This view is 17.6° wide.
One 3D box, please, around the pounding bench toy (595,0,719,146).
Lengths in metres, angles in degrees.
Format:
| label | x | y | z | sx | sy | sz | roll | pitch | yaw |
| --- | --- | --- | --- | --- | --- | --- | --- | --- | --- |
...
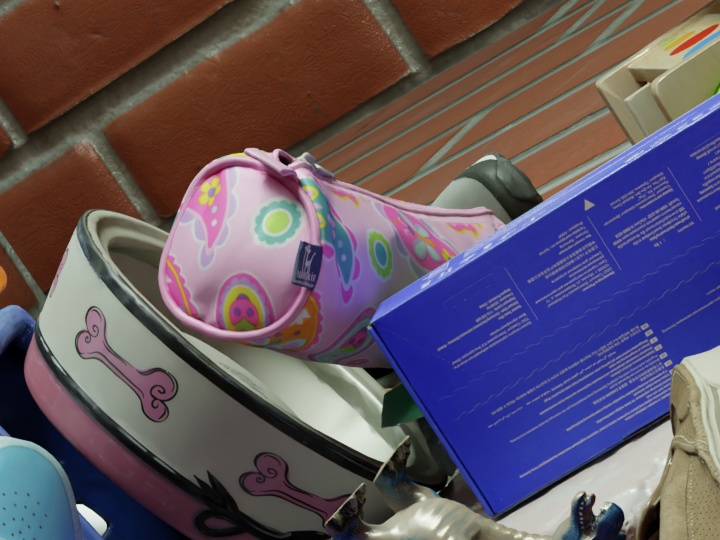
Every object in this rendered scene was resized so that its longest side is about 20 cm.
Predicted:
| label | x | y | z | sx | sy | sz | roll | pitch | yaw |
| --- | --- | --- | --- | --- | --- | --- | --- | --- | --- |
| pounding bench toy | 0.188 | -0.101 | 1.095 | 0.124 | 0.200 | 0.156 | -34 | 7 | -1 |

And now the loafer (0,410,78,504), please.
| label | x | y | z | sx | sy | sz | roll | pitch | yaw |
| --- | --- | --- | --- | --- | --- | --- | --- | --- | --- |
| loafer | -0.143 | 0.082 | 1.171 | 0.072 | 0.200 | 0.063 | 113 | 172 | -52 |

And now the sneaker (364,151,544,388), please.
| label | x | y | z | sx | sy | sz | roll | pitch | yaw |
| --- | --- | --- | --- | --- | --- | --- | --- | --- | --- |
| sneaker | 0.042 | 0.013 | 1.261 | 0.079 | 0.074 | 0.200 | -29 | -17 | -40 |

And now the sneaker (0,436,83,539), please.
| label | x | y | z | sx | sy | sz | roll | pitch | yaw |
| --- | --- | --- | --- | --- | --- | --- | --- | --- | --- |
| sneaker | -0.101 | 0.116 | 0.688 | 0.131 | 0.080 | 0.200 | -43 | 30 | 44 |

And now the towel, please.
| label | x | y | z | sx | sy | sz | roll | pitch | yaw |
| --- | --- | --- | --- | --- | --- | --- | --- | --- | --- |
| towel | 0.102 | 0.079 | 0.970 | 0.191 | 0.032 | 0.200 | -26 | 10 | 49 |

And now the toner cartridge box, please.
| label | x | y | z | sx | sy | sz | roll | pitch | yaw |
| --- | --- | --- | --- | --- | --- | --- | --- | --- | --- |
| toner cartridge box | 0.112 | 0.005 | 0.918 | 0.200 | 0.095 | 0.043 | -31 | 6 | 11 |

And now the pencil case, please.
| label | x | y | z | sx | sy | sz | roll | pitch | yaw |
| --- | --- | --- | --- | --- | --- | --- | --- | --- | --- |
| pencil case | 0.000 | 0.000 | 1.010 | 0.087 | 0.087 | 0.200 | -30 | -23 | 26 |

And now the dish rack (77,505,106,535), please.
| label | x | y | z | sx | sy | sz | roll | pitch | yaw |
| --- | --- | --- | --- | --- | --- | --- | --- | --- | --- |
| dish rack | -0.155 | 0.141 | 1.219 | 0.200 | 0.172 | 0.044 | -37 | -35 | -17 |

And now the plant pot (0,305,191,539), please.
| label | x | y | z | sx | sy | sz | roll | pitch | yaw |
| --- | --- | --- | --- | --- | --- | --- | --- | --- | --- |
| plant pot | -0.167 | 0.155 | 1.037 | 0.180 | 0.200 | 0.200 | -40 | 6 | 6 |

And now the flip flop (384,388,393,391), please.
| label | x | y | z | sx | sy | sz | roll | pitch | yaw |
| --- | --- | --- | --- | --- | --- | --- | --- | --- | --- |
| flip flop | 0.012 | 0.082 | 1.219 | 0.200 | 0.058 | 0.081 | -38 | 11 | -39 |

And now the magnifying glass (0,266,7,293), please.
| label | x | y | z | sx | sy | sz | roll | pitch | yaw |
| --- | --- | --- | --- | --- | --- | --- | --- | --- | --- |
| magnifying glass | -0.218 | 0.057 | 1.066 | 0.200 | 0.022 | 0.080 | -46 | 3 | 40 |

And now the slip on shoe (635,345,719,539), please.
| label | x | y | z | sx | sy | sz | roll | pitch | yaw |
| --- | --- | --- | --- | --- | --- | --- | --- | --- | --- |
| slip on shoe | 0.117 | 0.081 | 0.756 | 0.061 | 0.076 | 0.200 | -27 | 16 | 4 |

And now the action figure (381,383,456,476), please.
| label | x | y | z | sx | sy | sz | roll | pitch | yaw |
| --- | --- | --- | --- | --- | --- | --- | --- | --- | --- |
| action figure | 0.111 | 0.016 | 0.984 | 0.200 | 0.055 | 0.118 | -36 | -5 | 20 |

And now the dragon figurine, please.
| label | x | y | z | sx | sy | sz | roll | pitch | yaw |
| --- | --- | --- | --- | --- | --- | --- | --- | --- | --- |
| dragon figurine | 0.025 | 0.129 | 0.875 | 0.059 | 0.099 | 0.200 | -42 | -8 | -40 |

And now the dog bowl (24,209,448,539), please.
| label | x | y | z | sx | sy | sz | roll | pitch | yaw |
| --- | --- | --- | --- | --- | --- | --- | --- | --- | --- |
| dog bowl | -0.062 | 0.060 | 1.032 | 0.074 | 0.200 | 0.200 | -53 | 5 | 8 |
